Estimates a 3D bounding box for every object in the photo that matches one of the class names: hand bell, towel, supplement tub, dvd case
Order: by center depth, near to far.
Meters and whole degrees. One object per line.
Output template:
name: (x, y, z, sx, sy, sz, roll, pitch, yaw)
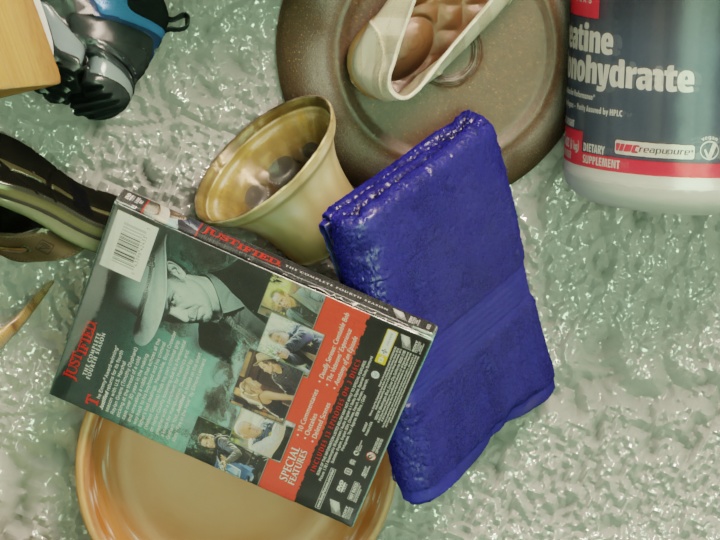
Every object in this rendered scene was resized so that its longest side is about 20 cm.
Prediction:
dvd case: (-0.070, 0.052, 1.536, 0.200, 0.022, 0.146, 22, 120, 2)
supplement tub: (0.194, -0.141, 1.577, 0.140, 0.140, 0.200, -1, 100, -11)
towel: (0.046, 0.021, 1.585, 0.148, 0.049, 0.200, -38, 125, -40)
hand bell: (0.000, 0.000, 1.604, 0.104, 0.104, 0.200, -42, 117, -1)

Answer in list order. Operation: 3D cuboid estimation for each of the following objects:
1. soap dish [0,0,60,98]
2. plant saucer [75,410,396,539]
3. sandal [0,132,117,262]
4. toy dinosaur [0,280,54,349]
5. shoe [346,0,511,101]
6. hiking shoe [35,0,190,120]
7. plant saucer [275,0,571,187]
soap dish: (-0.280, -0.153, 1.463, 0.200, 0.081, 0.158, -10, 107, 30)
plant saucer: (-0.077, 0.117, 1.625, 0.200, 0.037, 0.201, -2, 100, -10)
sandal: (-0.190, -0.028, 1.557, 0.201, 0.080, 0.057, 27, 108, -15)
toy dinosaur: (-0.281, 0.061, 1.562, 0.200, 0.060, 0.106, 1, 99, -12)
shoe: (0.069, -0.179, 1.553, 0.070, 0.053, 0.200, 36, 92, -15)
hiking shoe: (-0.203, -0.173, 1.539, 0.200, 0.074, 0.087, 38, 62, -9)
plant saucer: (0.050, -0.135, 1.604, 0.200, 0.037, 0.201, -2, 102, -12)
